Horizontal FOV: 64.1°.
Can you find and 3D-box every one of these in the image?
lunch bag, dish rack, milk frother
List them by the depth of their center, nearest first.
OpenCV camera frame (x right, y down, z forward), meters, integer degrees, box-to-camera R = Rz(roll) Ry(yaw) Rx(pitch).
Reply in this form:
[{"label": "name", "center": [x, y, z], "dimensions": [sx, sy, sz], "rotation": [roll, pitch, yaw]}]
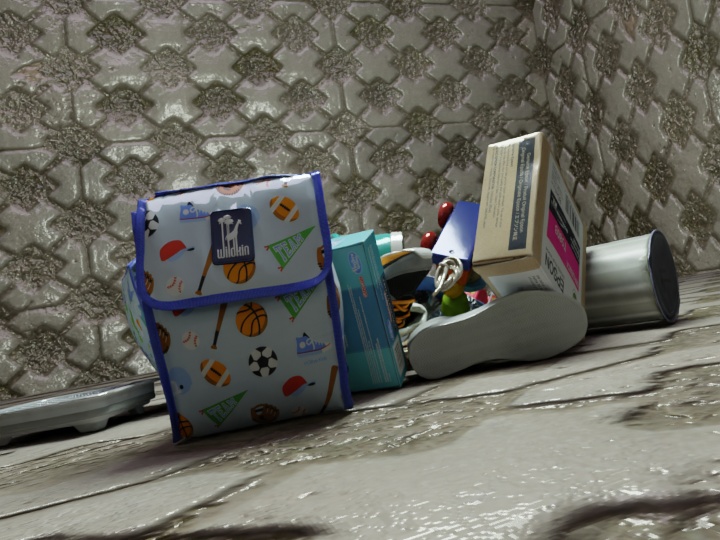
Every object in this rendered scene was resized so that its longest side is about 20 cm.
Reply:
[{"label": "lunch bag", "center": [-0.098, 0.026, 0.504], "dimensions": [0.163, 0.208, 0.124], "rotation": [-8, 11, -5]}, {"label": "dish rack", "center": [-0.374, 0.183, 0.743], "dimensions": [0.192, 0.045, 0.172], "rotation": [-10, -4, 6]}, {"label": "lunch bag", "center": [-0.259, 0.075, 0.811], "dimensions": [0.128, 0.201, 0.169], "rotation": [-46, 13, -27]}, {"label": "milk frother", "center": [0.340, -0.020, 0.820], "dimensions": [0.184, 0.208, 0.177], "rotation": [-13, -9, 42]}]

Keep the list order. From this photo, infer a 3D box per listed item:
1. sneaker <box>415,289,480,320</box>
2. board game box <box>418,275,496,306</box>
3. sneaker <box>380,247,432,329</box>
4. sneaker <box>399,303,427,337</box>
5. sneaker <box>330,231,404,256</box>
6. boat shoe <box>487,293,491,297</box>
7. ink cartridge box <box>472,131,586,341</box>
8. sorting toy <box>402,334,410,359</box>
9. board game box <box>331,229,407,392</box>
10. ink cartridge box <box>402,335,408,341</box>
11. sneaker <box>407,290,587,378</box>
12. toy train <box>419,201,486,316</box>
[{"label": "sneaker", "center": [0.139, 0.083, 0.865], "dimensions": [0.086, 0.079, 0.198], "rotation": [39, -9, -27]}, {"label": "board game box", "center": [0.163, 0.044, 0.918], "dimensions": [0.196, 0.040, 0.158], "rotation": [30, -16, -6]}, {"label": "sneaker", "center": [0.021, 0.051, 0.649], "dimensions": [0.077, 0.079, 0.201], "rotation": [-1, -39, -43]}, {"label": "sneaker", "center": [0.002, 0.068, 0.760], "dimensions": [0.194, 0.073, 0.080], "rotation": [-12, -2, -27]}, {"label": "sneaker", "center": [0.000, 0.000, 0.767], "dimensions": [0.116, 0.087, 0.200], "rotation": [-4, -11, 1]}, {"label": "boat shoe", "center": [0.259, 0.074, 1.080], "dimensions": [0.065, 0.076, 0.199], "rotation": [27, -1, -7]}, {"label": "ink cartridge box", "center": [0.211, -0.030, 0.690], "dimensions": [0.073, 0.170, 0.200], "rotation": [-8, -34, 34]}, {"label": "sorting toy", "center": [-0.002, 0.130, 0.814], "dimensions": [0.193, 0.038, 0.185], "rotation": [-14, -4, -5]}, {"label": "board game box", "center": [-0.061, 0.056, 0.611], "dimensions": [0.193, 0.156, 0.047], "rotation": [-11, 15, 19]}, {"label": "ink cartridge box", "center": [0.098, 0.123, 1.017], "dimensions": [0.193, 0.041, 0.099], "rotation": [-6, -6, -27]}, {"label": "sneaker", "center": [0.144, 0.067, 0.651], "dimensions": [0.192, 0.077, 0.116], "rotation": [-11, -1, 0]}, {"label": "toy train", "center": [0.114, 0.013, 0.705], "dimensions": [0.082, 0.119, 0.202], "rotation": [11, 41, 22]}]
